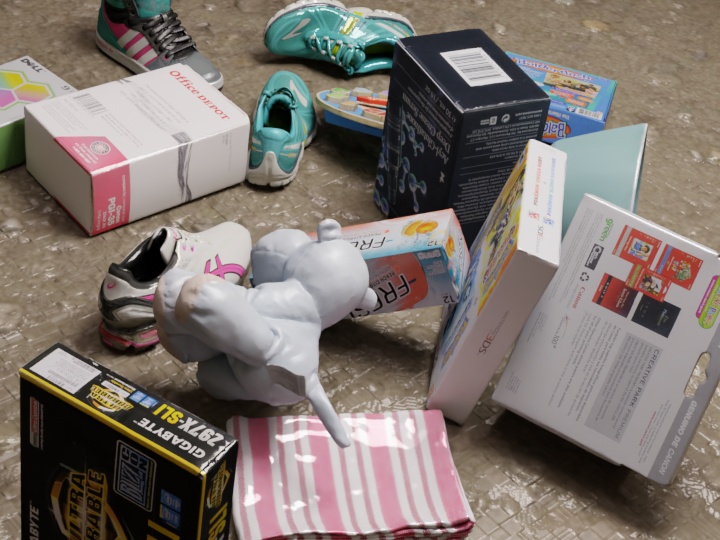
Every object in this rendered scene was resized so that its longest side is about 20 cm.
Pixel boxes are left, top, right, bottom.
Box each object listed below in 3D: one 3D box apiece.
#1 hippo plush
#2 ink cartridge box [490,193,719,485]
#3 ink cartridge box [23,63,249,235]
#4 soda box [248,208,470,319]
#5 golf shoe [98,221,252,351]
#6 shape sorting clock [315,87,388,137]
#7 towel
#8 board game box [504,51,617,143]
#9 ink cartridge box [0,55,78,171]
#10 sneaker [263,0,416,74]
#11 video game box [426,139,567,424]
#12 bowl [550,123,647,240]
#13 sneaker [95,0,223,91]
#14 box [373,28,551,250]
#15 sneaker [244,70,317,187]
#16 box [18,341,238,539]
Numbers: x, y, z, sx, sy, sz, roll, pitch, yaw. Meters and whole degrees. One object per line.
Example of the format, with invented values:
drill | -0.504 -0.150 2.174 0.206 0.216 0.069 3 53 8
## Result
hippo plush | -0.071 0.021 1.158 0.199 0.160 0.161 12 56 44
ink cartridge box | 0.239 0.063 1.190 0.174 0.202 0.084 27 5 22
ink cartridge box | -0.237 -0.134 1.444 0.198 0.084 0.146 -22 47 -34
soda box | 0.000 0.000 1.272 0.198 0.064 0.069 -9 31 22
golf shoe | -0.167 -0.005 1.286 0.072 0.093 0.200 25 39 23
shape sorting clock | 0.045 -0.184 1.570 0.197 0.040 0.200 10 20 -4
towel | -0.012 0.171 1.142 0.197 0.030 0.147 0 38 -12
board game box | 0.226 -0.205 1.632 0.150 0.046 0.200 17 25 9
ink cartridge box | -0.372 -0.178 1.492 0.103 0.060 0.199 33 43 29
sneaker | -0.022 -0.287 1.689 0.197 0.078 0.080 1 46 -11
video game box | 0.125 0.009 1.238 0.046 0.201 0.183 21 36 -7
bowl | 0.221 -0.052 1.350 0.104 0.203 0.202 9 36 11
sneaker | -0.239 -0.297 1.624 0.199 0.122 0.083 30 42 25
box | 0.100 -0.124 1.405 0.106 0.202 0.149 -11 40 -24
sneaker | -0.086 -0.174 1.532 0.076 0.080 0.201 7 37 -3
box | -0.170 0.170 0.968 0.158 0.202 0.049 24 38 18
